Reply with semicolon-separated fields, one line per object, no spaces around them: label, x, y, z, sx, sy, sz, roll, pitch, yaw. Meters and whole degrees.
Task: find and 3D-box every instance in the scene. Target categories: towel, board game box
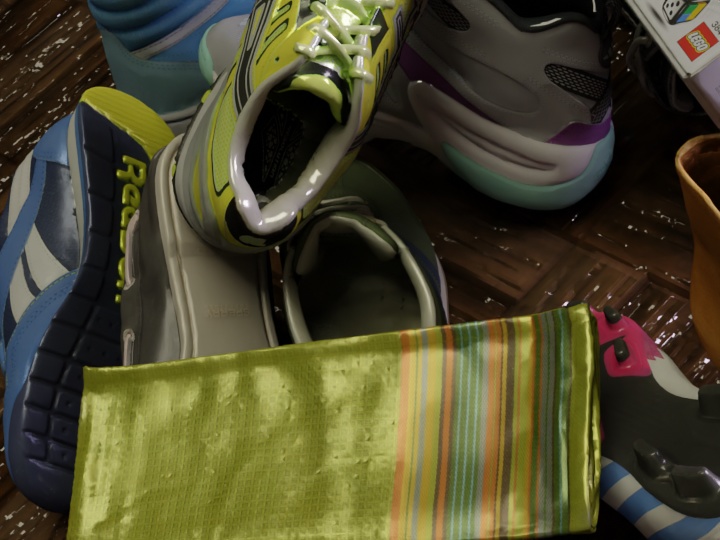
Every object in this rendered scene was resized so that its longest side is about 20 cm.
towel;-0.012;0.062;0.698;0.200;0.018;0.086;-7;58;18
board game box;0.120;-0.114;0.764;0.035;0.126;0.200;-36;49;11

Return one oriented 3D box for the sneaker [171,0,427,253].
sneaker;-0.007;-0.095;0.758;0.200;0.075;0.076;-69;20;6

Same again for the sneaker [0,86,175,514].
sneaker;-0.127;0.019;0.854;0.082;0.074;0.200;-26;47;38

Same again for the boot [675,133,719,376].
boot;0.184;0.041;0.660;0.071;0.144;0.201;-39;47;-16

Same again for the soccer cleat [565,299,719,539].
soccer cleat;0.110;0.074;0.720;0.070;0.086;0.200;-35;22;-9

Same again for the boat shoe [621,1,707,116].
boat shoe;0.152;-0.105;0.863;0.064;0.071;0.200;-38;44;-10

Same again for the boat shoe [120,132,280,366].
boat shoe;-0.066;0.042;0.805;0.067;0.057;0.200;5;69;-21

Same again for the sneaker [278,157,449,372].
sneaker;0.000;0.000;0.806;0.067;0.090;0.200;-17;45;1

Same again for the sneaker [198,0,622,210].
sneaker;0.023;-0.119;0.852;0.200;0.140;0.078;16;38;15

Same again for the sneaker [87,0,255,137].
sneaker;-0.050;-0.162;0.953;0.200;0.131;0.080;-42;47;-21
